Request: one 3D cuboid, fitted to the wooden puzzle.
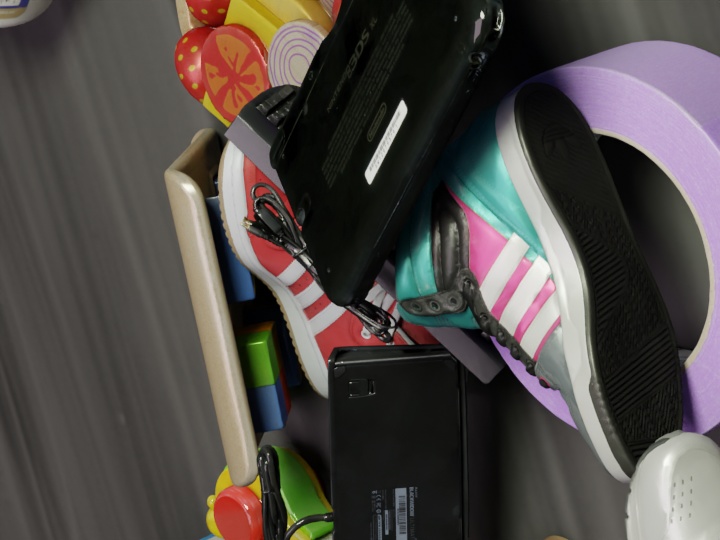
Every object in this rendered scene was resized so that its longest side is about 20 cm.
[{"bbox_3d":[-0.071,0.014,1.369,0.200,0.046,0.187,-93,-9,-79],"label":"wooden puzzle"}]

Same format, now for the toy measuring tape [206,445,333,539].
[{"bbox_3d":[-0.034,0.142,1.423,0.199,0.073,0.074,-12,97,48],"label":"toy measuring tape"}]

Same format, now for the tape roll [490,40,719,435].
[{"bbox_3d":[0.145,-0.013,1.174,0.199,0.065,0.202,21,121,41],"label":"tape roll"}]

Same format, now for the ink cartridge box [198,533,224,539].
[{"bbox_3d":[-0.140,0.309,1.541,0.145,0.147,0.201,49,135,20],"label":"ink cartridge box"}]

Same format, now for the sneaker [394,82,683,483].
[{"bbox_3d":[0.079,0.020,1.144,0.120,0.083,0.201,-25,79,43],"label":"sneaker"}]

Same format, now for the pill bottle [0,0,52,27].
[{"bbox_3d":[-0.215,-0.259,1.412,0.120,0.119,0.200,51,135,19],"label":"pill bottle"}]

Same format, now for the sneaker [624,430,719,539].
[{"bbox_3d":[0.192,0.167,1.074,0.201,0.074,0.087,65,160,-2],"label":"sneaker"}]

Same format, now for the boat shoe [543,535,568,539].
[{"bbox_3d":[0.095,0.254,1.332,0.070,0.070,0.202,14,117,41],"label":"boat shoe"}]

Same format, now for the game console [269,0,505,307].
[{"bbox_3d":[0.043,-0.105,1.158,0.201,0.116,0.177,-63,37,38],"label":"game console"}]

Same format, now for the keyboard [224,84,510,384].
[{"bbox_3d":[0.006,-0.017,1.237,0.200,0.127,0.021,43,127,1],"label":"keyboard"}]

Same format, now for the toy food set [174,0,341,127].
[{"bbox_3d":[-0.047,-0.151,1.332,0.198,0.048,0.201,41,131,28],"label":"toy food set"}]

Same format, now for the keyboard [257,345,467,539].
[{"bbox_3d":[-0.002,0.135,1.284,0.021,0.126,0.202,-104,12,-66],"label":"keyboard"}]

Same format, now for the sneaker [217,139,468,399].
[{"bbox_3d":[0.000,0.000,1.291,0.112,0.071,0.201,5,137,36],"label":"sneaker"}]
